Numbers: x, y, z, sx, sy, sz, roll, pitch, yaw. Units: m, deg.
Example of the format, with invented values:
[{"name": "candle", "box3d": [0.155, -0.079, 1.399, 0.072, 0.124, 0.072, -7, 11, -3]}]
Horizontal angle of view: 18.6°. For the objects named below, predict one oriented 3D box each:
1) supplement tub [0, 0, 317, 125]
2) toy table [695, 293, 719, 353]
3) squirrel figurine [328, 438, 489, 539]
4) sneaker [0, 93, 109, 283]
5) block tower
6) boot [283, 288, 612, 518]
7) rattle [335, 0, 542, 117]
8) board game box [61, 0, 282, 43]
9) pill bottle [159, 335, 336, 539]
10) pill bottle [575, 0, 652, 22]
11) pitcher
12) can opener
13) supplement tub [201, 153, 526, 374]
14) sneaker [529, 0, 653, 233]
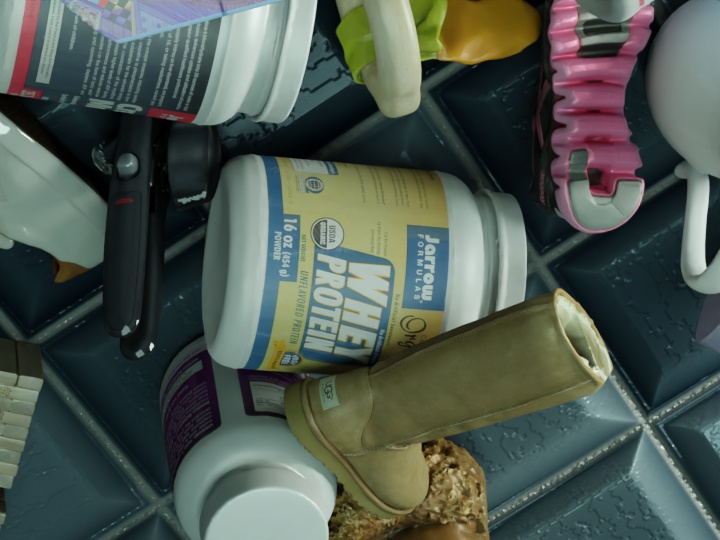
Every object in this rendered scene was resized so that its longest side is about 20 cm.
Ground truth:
[{"name": "supplement tub", "box3d": [-0.137, -0.168, 1.382, 0.199, 0.140, 0.141, 8, 115, -13]}, {"name": "toy table", "box3d": [0.333, -0.013, 1.535, 0.117, 0.184, 0.200, 26, 119, -3]}, {"name": "squirrel figurine", "box3d": [0.002, 0.213, 1.619, 0.186, 0.142, 0.201, -3, 108, 4]}, {"name": "sneaker", "box3d": [-0.240, -0.064, 1.454, 0.085, 0.073, 0.200, -39, 117, 8]}, {"name": "block tower", "box3d": [-0.276, 0.146, 1.566, 0.054, 0.058, 0.200, 13, 112, -15]}, {"name": "boot", "box3d": [0.073, 0.093, 1.448, 0.200, 0.066, 0.175, -20, 150, 20]}, {"name": "rattle", "box3d": [0.043, -0.203, 1.393, 0.142, 0.130, 0.200, -5, 128, 3]}, {"name": "board game box", "box3d": [-0.097, -0.216, 1.267, 0.199, 0.039, 0.158, -15, 112, -1]}, {"name": "pill bottle", "box3d": [-0.076, 0.131, 1.509, 0.112, 0.200, 0.113, -4, 117, -8]}, {"name": "pill bottle", "box3d": [0.208, -0.256, 1.400, 0.200, 0.109, 0.109, -37, 118, -9]}, {"name": "pitcher", "box3d": [0.246, -0.089, 1.453, 0.121, 0.200, 0.172, 26, 110, -21]}, {"name": "can opener", "box3d": [-0.142, -0.033, 1.427, 0.078, 0.200, 0.063, -13, 136, 22]}, {"name": "supplement tub", "box3d": [0.000, 0.000, 1.487, 0.199, 0.145, 0.145, 4, 116, -12]}, {"name": "sneaker", "box3d": [0.144, -0.127, 1.489, 0.079, 0.095, 0.201, 4, 91, -20]}]
